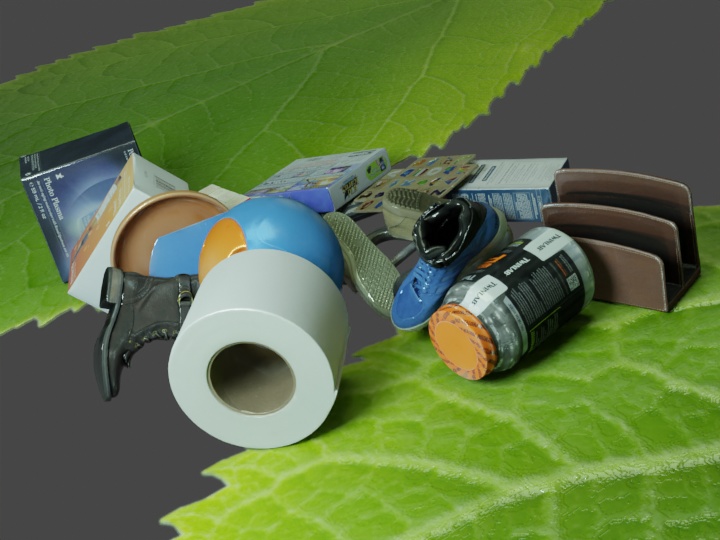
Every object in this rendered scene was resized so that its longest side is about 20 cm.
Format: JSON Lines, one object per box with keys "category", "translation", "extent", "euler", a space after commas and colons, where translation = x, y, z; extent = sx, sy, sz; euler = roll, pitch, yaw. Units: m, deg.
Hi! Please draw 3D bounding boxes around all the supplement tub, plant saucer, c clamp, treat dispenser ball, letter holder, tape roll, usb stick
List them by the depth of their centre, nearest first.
{"category": "tape roll", "translation": [-0.120, 0.094, 1.366], "extent": [0.201, 0.204, 0.140], "euler": [-9, 29, 12]}
{"category": "supplement tub", "translation": [0.185, 0.042, 1.388], "extent": [0.199, 0.123, 0.122], "euler": [-34, 33, -31]}
{"category": "letter holder", "translation": [0.321, -0.047, 1.456], "extent": [0.199, 0.143, 0.100], "euler": [12, 38, 40]}
{"category": "treat dispenser ball", "translation": [-0.121, 0.000, 1.532], "extent": [0.199, 0.202, 0.201], "euler": [-12, 28, 7]}
{"category": "plant saucer", "translation": [-0.270, -0.030, 1.660], "extent": [0.199, 0.201, 0.038], "euler": [-21, 34, -9]}
{"category": "c clamp", "translation": [0.046, -0.028, 1.683], "extent": [0.170, 0.027, 0.200], "euler": [16, 41, 44]}
{"category": "usb stick", "translation": [-0.038, -0.088, 1.827], "extent": [0.198, 0.033, 0.056], "euler": [-20, 28, -8]}

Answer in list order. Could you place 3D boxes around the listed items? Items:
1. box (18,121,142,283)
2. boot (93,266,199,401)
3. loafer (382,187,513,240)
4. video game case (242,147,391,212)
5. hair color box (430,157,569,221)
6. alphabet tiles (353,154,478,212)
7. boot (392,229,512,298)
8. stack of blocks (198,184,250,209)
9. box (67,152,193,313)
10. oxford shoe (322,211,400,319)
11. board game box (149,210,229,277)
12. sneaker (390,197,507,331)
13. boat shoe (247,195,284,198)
{"category": "box", "translation": [-0.447, -0.117, 1.906], "extent": [0.197, 0.201, 0.123], "euler": [-21, 28, -10]}
{"category": "boot", "translation": [-0.275, 0.086, 1.563], "extent": [0.173, 0.202, 0.069], "euler": [7, -5, -23]}
{"category": "loafer", "translation": [0.125, -0.063, 1.641], "extent": [0.198, 0.068, 0.076], "euler": [20, 42, 8]}
{"category": "video game case", "translation": [-0.077, -0.145, 1.896], "extent": [0.199, 0.046, 0.181], "euler": [-3, 23, 37]}
{"category": "hair color box", "translation": [0.215, -0.123, 1.732], "extent": [0.198, 0.061, 0.100], "euler": [2, 33, 30]}
{"category": "alphabet tiles", "translation": [0.085, -0.136, 1.767], "extent": [0.199, 0.006, 0.166], "euler": [2, 35, 50]}
{"category": "boot", "translation": [0.155, 0.022, 1.515], "extent": [0.199, 0.070, 0.131], "euler": [-33, 41, -18]}
{"category": "stack of blocks", "translation": [-0.186, -0.053, 1.753], "extent": [0.058, 0.116, 0.199], "euler": [-32, 33, -28]}
{"category": "box", "translation": [-0.355, -0.052, 1.738], "extent": [0.201, 0.106, 0.152], "euler": [-55, 25, 15]}
{"category": "oxford shoe", "translation": [0.000, 0.000, 1.596], "extent": [0.075, 0.058, 0.200], "euler": [-9, 48, -37]}
{"category": "board game box", "translation": [-0.206, 0.002, 1.637], "extent": [0.199, 0.159, 0.039], "euler": [-22, 11, -10]}
{"category": "sneaker", "translation": [0.085, -0.010, 1.397], "extent": [0.200, 0.111, 0.077], "euler": [-46, 56, 19]}
{"category": "boat shoe", "translation": [-0.133, -0.087, 1.774], "extent": [0.066, 0.072, 0.199], "euler": [-40, 32, -22]}
